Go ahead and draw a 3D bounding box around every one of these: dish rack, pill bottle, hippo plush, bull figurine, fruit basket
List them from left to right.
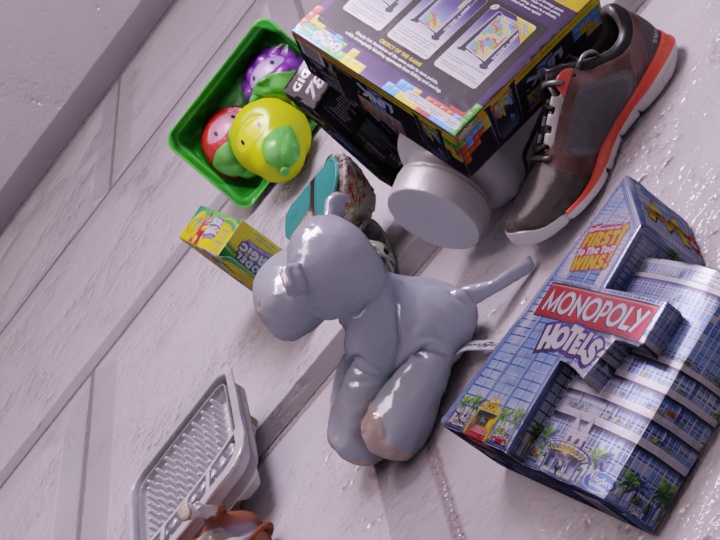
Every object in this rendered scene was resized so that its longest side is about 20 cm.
[{"bbox_3d":[-0.156,0.266,1.280,0.200,0.121,0.065,-46,63,5],"label":"bull figurine"},{"bbox_3d":[-0.148,0.191,1.420,0.172,0.043,0.200,-52,20,11],"label":"dish rack"},{"bbox_3d":[-0.121,-0.178,1.870,0.216,0.155,0.216,-50,3,3],"label":"fruit basket"},{"bbox_3d":[-0.004,0.044,1.194,0.199,0.160,0.161,-31,30,49],"label":"hippo plush"},{"bbox_3d":[0.097,-0.123,1.300,0.111,0.110,0.202,-20,40,58],"label":"pill bottle"}]

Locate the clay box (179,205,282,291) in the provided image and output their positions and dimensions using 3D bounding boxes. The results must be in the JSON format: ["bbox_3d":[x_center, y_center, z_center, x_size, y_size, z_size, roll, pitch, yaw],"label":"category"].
[{"bbox_3d":[-0.106,-0.008,1.581,0.048,0.114,0.200,-55,20,-6],"label":"clay box"}]

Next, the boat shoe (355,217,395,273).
[{"bbox_3d":[0.000,0.000,1.391,0.062,0.072,0.200,-47,19,10],"label":"boat shoe"}]

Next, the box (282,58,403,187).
[{"bbox_3d":[0.045,-0.191,1.420,0.049,0.200,0.200,31,88,35],"label":"box"}]

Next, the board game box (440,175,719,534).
[{"bbox_3d":[0.160,0.041,0.969,0.201,0.061,0.200,-59,20,-7],"label":"board game box"}]

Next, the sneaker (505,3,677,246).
[{"bbox_3d":[0.156,-0.115,1.191,0.201,0.082,0.077,-57,21,-7],"label":"sneaker"}]

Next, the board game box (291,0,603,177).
[{"bbox_3d":[0.069,-0.187,1.248,0.165,0.057,0.199,-43,53,-13],"label":"board game box"}]

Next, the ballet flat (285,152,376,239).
[{"bbox_3d":[-0.021,-0.065,1.503,0.200,0.063,0.077,148,128,-71],"label":"ballet flat"}]

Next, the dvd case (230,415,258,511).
[{"bbox_3d":[-0.155,0.243,1.442,0.149,0.016,0.201,-43,24,33],"label":"dvd case"}]
